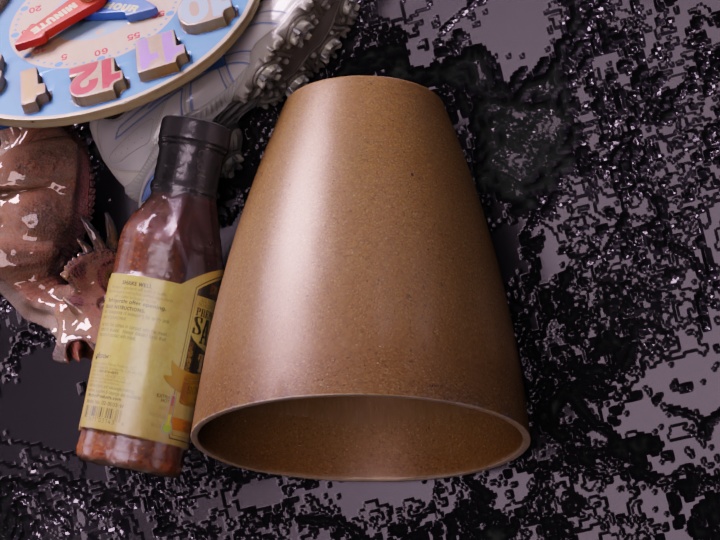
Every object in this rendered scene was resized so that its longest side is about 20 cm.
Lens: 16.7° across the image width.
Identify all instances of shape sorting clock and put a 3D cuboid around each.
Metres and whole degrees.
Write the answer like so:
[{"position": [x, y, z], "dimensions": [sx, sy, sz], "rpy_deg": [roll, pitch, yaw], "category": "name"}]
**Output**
[{"position": [-0.154, -0.151, 1.427], "dimensions": [0.199, 0.039, 0.200], "rpy_deg": [-9, 45, 9], "category": "shape sorting clock"}]

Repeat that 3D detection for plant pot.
[{"position": [0.000, 0.000, 1.372], "dimensions": [0.186, 0.186, 0.201], "rpy_deg": [-5, 71, 14], "category": "plant pot"}]

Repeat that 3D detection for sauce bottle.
[{"position": [-0.110, 0.014, 1.376], "dimensions": [0.066, 0.066, 0.201], "rpy_deg": [10, 85, 15], "category": "sauce bottle"}]

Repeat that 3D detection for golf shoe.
[{"position": [-0.083, -0.127, 1.446], "dimensions": [0.097, 0.078, 0.200], "rpy_deg": [44, 96, 19], "category": "golf shoe"}]

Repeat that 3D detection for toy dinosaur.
[{"position": [-0.187, -0.034, 1.461], "dimensions": [0.135, 0.086, 0.201], "rpy_deg": [-7, 80, 14], "category": "toy dinosaur"}]
